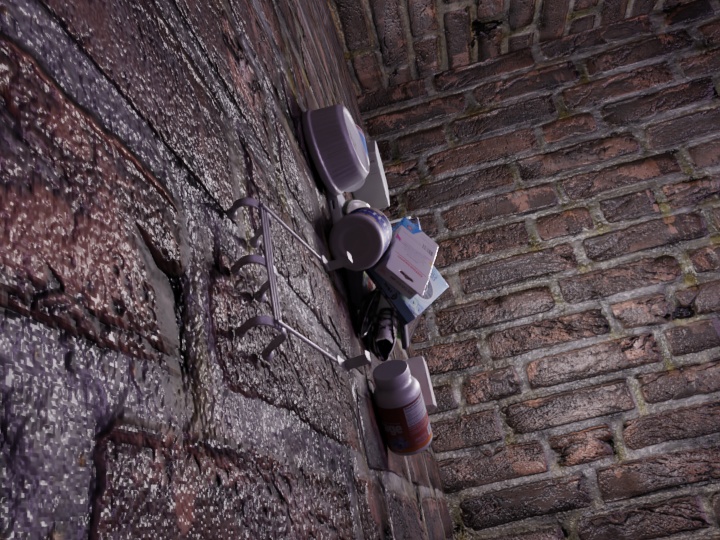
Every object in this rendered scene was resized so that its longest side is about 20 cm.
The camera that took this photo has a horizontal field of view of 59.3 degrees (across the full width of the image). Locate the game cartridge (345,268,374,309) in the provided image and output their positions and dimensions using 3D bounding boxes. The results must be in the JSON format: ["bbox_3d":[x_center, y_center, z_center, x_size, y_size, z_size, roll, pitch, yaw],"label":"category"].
[{"bbox_3d":[0.000,0.000,1.546,0.200,0.040,0.135,-64,141,-71],"label":"game cartridge"}]

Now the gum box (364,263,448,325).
[{"bbox_3d":[0.114,0.016,1.539,0.171,0.044,0.200,54,38,2],"label":"gum box"}]

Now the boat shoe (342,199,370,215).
[{"bbox_3d":[0.000,-0.124,1.574,0.060,0.073,0.202,28,-6,32],"label":"boat shoe"}]

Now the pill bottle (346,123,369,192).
[{"bbox_3d":[-0.035,-0.291,1.631,0.201,0.111,0.113,-98,172,-51],"label":"pill bottle"}]

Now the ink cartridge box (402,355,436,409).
[{"bbox_3d":[0.127,0.317,1.699,0.200,0.127,0.127,59,18,-73],"label":"ink cartridge box"}]

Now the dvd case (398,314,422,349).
[{"bbox_3d":[0.137,0.083,1.633,0.201,0.016,0.150,-57,146,-50],"label":"dvd case"}]

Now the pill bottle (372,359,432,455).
[{"bbox_3d":[0.092,0.314,1.458,0.112,0.111,0.202,-88,162,-70],"label":"pill bottle"}]

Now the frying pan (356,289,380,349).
[{"bbox_3d":[0.022,0.109,1.479,0.190,0.031,0.116,76,36,-70],"label":"frying pan"}]

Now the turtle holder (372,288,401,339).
[{"bbox_3d":[0.083,0.112,1.727,0.185,0.130,0.143,-4,80,-84],"label":"turtle holder"}]

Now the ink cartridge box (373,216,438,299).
[{"bbox_3d":[0.104,-0.018,1.463,0.115,0.068,0.201,39,39,-12],"label":"ink cartridge box"}]

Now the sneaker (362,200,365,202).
[{"bbox_3d":[0.021,-0.133,2.045,0.202,0.077,0.085,69,10,18],"label":"sneaker"}]

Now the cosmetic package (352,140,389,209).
[{"bbox_3d":[0.023,-0.330,2.226,0.200,0.121,0.202,-88,165,-68],"label":"cosmetic package"}]

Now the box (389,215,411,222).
[{"bbox_3d":[0.195,-0.164,3.204,0.200,0.169,0.202,-54,130,-82],"label":"box"}]

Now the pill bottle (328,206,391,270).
[{"bbox_3d":[0.007,-0.078,1.405,0.200,0.118,0.121,-52,128,-73],"label":"pill bottle"}]

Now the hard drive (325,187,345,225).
[{"bbox_3d":[-0.046,-0.132,1.580,0.200,0.026,0.134,56,21,-74],"label":"hard drive"}]

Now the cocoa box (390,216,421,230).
[{"bbox_3d":[0.081,-0.055,1.754,0.131,0.197,0.135,-68,144,-78],"label":"cocoa box"}]

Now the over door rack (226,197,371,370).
[{"bbox_3d":[-0.073,0.026,0.698,0.199,0.066,0.149,30,43,-53],"label":"over door rack"}]

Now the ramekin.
[{"bbox_3d":[-0.050,-0.279,1.432,0.202,0.093,0.205,-20,90,-79],"label":"ramekin"}]

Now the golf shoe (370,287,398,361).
[{"bbox_3d":[0.066,0.127,1.550,0.095,0.077,0.203,-109,-160,-73],"label":"golf shoe"}]
